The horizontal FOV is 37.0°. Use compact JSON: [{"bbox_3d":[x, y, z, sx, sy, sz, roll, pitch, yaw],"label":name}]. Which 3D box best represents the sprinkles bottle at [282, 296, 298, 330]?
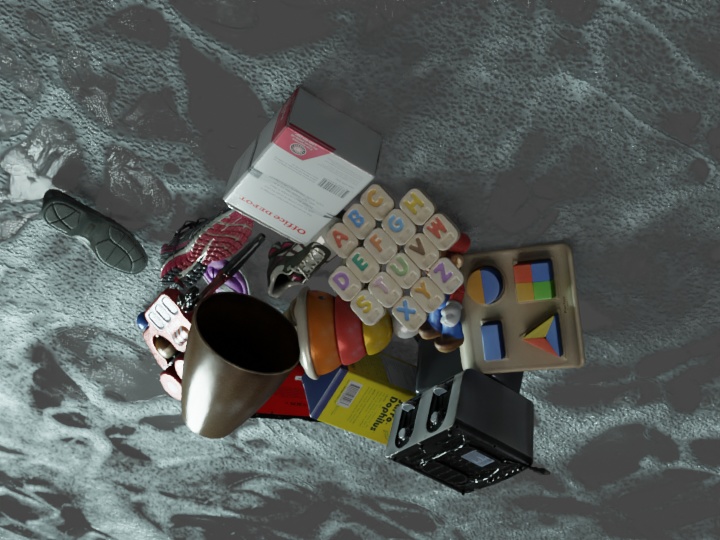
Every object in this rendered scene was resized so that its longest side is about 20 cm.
[{"bbox_3d":[-0.128,0.118,1.863,0.068,0.069,0.200,23,142,-14],"label":"sprinkles bottle"}]

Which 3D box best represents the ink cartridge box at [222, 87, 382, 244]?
[{"bbox_3d":[-0.082,-0.140,1.504,0.145,0.086,0.200,28,139,-19],"label":"ink cartridge box"}]

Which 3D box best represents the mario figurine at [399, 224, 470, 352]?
[{"bbox_3d":[0.103,0.018,1.600,0.122,0.106,0.203,8,115,25],"label":"mario figurine"}]

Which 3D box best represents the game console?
[{"bbox_3d":[-0.116,0.209,1.929,0.197,0.119,0.174,6,119,-17],"label":"game console"}]

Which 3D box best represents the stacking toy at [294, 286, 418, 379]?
[{"bbox_3d":[0.001,0.089,1.698,0.197,0.147,0.147,-7,141,4],"label":"stacking toy"}]

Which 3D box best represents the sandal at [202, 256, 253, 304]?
[{"bbox_3d":[-0.220,0.041,1.806,0.081,0.050,0.204,-1,141,17],"label":"sandal"}]

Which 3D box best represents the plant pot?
[{"bbox_3d":[-0.217,0.171,1.758,0.185,0.188,0.201,22,122,-12],"label":"plant pot"}]

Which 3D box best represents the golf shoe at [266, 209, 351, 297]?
[{"bbox_3d":[-0.072,-0.023,1.650,0.077,0.089,0.199,33,137,-23],"label":"golf shoe"}]

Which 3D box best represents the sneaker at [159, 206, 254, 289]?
[{"bbox_3d":[-0.249,-0.051,1.683,0.199,0.075,0.080,-33,145,28],"label":"sneaker"}]

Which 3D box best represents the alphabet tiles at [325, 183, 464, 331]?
[{"bbox_3d":[0.047,-0.018,1.557,0.196,0.015,0.200,48,110,9],"label":"alphabet tiles"}]

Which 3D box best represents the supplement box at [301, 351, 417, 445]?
[{"bbox_3d":[0.015,0.207,1.823,0.198,0.109,0.110,24,113,-23],"label":"supplement box"}]

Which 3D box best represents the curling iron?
[{"bbox_3d":[-0.222,0.007,1.731,0.199,0.026,0.049,-37,163,20],"label":"curling iron"}]

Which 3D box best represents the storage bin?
[{"bbox_3d":[0.175,0.144,1.751,0.198,0.136,0.146,-17,134,33],"label":"storage bin"}]

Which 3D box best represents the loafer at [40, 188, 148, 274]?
[{"bbox_3d":[-0.424,-0.068,1.733,0.072,0.063,0.199,-43,125,13],"label":"loafer"}]

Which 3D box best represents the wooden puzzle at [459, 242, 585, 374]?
[{"bbox_3d":[0.229,0.062,1.612,0.198,0.046,0.188,-6,96,26],"label":"wooden puzzle"}]

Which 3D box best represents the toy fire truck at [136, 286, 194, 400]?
[{"bbox_3d":[-0.319,0.123,1.908,0.168,0.112,0.200,49,143,-3],"label":"toy fire truck"}]

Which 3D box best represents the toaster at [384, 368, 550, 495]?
[{"bbox_3d":[0.167,0.258,1.689,0.199,0.120,0.180,29,142,-23],"label":"toaster"}]

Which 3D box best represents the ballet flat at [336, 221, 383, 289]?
[{"bbox_3d":[0.000,0.000,1.677,0.067,0.063,0.201,15,143,-5],"label":"ballet flat"}]
